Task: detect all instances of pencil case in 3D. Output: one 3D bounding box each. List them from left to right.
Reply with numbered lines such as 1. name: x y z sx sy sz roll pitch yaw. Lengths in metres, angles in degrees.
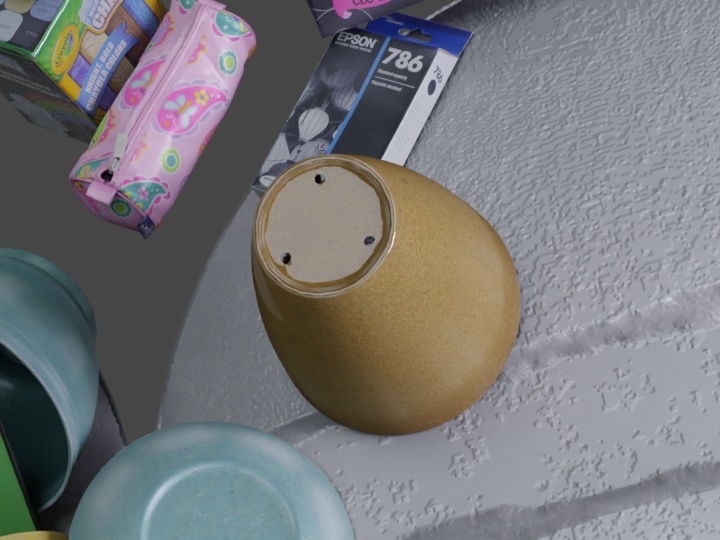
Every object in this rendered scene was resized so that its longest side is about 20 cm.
1. pencil case: -0.162 -0.128 1.203 0.087 0.088 0.201 18 70 28

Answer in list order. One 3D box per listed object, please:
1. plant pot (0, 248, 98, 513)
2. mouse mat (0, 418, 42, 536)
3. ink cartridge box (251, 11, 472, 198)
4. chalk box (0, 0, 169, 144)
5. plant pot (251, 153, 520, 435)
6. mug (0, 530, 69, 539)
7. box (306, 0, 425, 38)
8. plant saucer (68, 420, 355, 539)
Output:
1. plant pot: -0.277 0.068 1.099 0.199 0.202 0.134 0 33 21
2. mouse mat: -0.315 0.146 1.073 0.160 0.201 0.008 -1 28 21
3. ink cartridge box: 0.002 -0.129 1.167 0.099 0.039 0.201 18 71 29
4. chalk box: -0.254 -0.209 1.213 0.124 0.200 0.124 21 73 29
5. plant pot: 0.000 0.000 0.985 0.185 0.200 0.188 -5 72 15
6. mug: -0.228 0.270 0.987 0.186 0.149 0.154 -39 62 25
7. box: 0.038 -0.291 1.165 0.198 0.133 0.115 -17 32 13
8. plant saucer: -0.096 0.185 0.986 0.199 0.039 0.202 5 58 -8
